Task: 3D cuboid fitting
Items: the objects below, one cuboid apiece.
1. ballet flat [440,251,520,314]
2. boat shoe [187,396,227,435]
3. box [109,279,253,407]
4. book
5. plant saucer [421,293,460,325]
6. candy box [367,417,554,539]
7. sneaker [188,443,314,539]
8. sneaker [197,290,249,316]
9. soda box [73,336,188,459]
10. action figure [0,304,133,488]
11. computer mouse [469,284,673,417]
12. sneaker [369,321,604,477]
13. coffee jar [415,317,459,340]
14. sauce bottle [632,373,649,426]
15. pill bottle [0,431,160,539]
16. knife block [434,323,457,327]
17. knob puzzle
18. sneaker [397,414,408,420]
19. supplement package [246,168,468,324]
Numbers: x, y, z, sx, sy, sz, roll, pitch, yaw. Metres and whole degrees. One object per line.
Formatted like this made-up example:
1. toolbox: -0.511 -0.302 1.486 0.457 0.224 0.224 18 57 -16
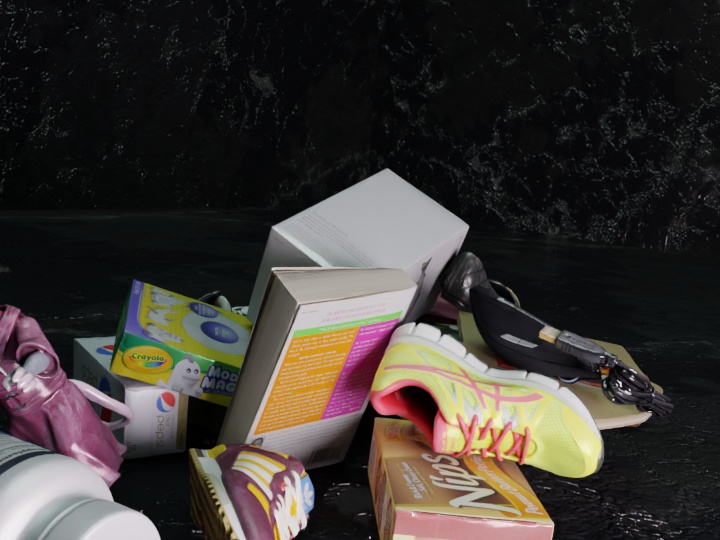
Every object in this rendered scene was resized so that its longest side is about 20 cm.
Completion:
1. ballet flat: 0.142 0.023 0.984 0.066 0.057 0.199 33 7 24
2. boat shoe: -0.154 0.122 0.937 0.198 0.076 0.068 24 18 35
3. box: -0.131 0.080 0.852 0.197 0.049 0.118 22 17 -18
4. book: -0.039 0.092 0.764 0.132 0.203 0.048 -3 36 -39
5. plant saucer: 0.057 0.030 1.095 0.196 0.052 0.201 8 -6 1
6. candy box: 0.070 0.177 0.711 0.113 0.057 0.200 6 9 -4
7. sneaker: -0.069 0.169 0.644 0.088 0.077 0.200 -5 12 -19
8. sneaker: -0.152 0.071 1.056 0.196 0.081 0.129 -3 -15 -35
9. soda box: -0.234 0.120 0.898 0.063 0.070 0.199 -1 10 -30
10. action figure: -0.243 0.085 0.681 0.132 0.203 0.150 -11 25 25
11. computer mouse: 0.151 0.068 0.734 0.198 0.047 0.140 31 0 31
12. sneaker: 0.093 0.121 0.713 0.197 0.079 0.090 22 41 22
13. coffee jar: 0.103 0.109 1.006 0.196 0.107 0.085 6 0 19
14. sauce bottle: 0.247 0.131 1.071 0.065 0.068 0.198 -4 10 -41
15. pill bottle: -0.216 0.157 0.534 0.197 0.114 0.110 10 11 31
16. knife block: 0.048 0.106 1.134 0.172 0.065 0.200 2 10 -10
17. knob puzzle: 0.178 0.102 0.817 0.215 0.031 0.220 12 17 -4
18. sneaker: 0.123 0.143 0.851 0.196 0.089 0.075 8 21 -18
19. supplement package: 0.000 0.000 0.902 0.116 0.118 0.199 35 39 19
